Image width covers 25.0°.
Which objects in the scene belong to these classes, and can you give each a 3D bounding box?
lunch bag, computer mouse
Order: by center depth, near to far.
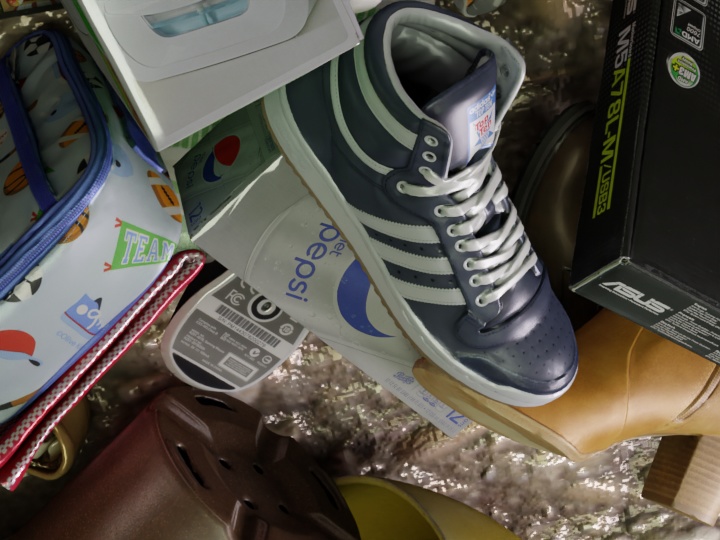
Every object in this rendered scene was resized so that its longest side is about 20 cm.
[{"bbox_3d":[-0.163,-0.030,0.769,0.160,0.200,0.076,-45,123,8],"label":"lunch bag"},{"bbox_3d":[-0.034,-0.017,0.863,0.200,0.044,0.110,-44,125,17],"label":"computer mouse"}]

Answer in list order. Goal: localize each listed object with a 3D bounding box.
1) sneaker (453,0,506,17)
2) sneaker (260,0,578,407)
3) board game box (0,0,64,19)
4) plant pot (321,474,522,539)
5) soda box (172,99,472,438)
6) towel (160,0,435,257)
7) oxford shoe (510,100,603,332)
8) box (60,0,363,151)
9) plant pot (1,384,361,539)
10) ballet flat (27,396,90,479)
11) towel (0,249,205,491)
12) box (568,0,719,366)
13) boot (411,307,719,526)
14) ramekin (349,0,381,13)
[{"bbox_3d":[0.102,-0.200,0.750,0.077,0.078,0.200,15,124,-26],"label":"sneaker"},{"bbox_3d":[0.048,-0.028,0.706,0.200,0.070,0.108,50,145,-9],"label":"sneaker"},{"bbox_3d":[-0.222,-0.163,0.777,0.200,0.023,0.105,-10,123,2],"label":"board game box"},{"bbox_3d":[0.049,0.227,0.994,0.142,0.200,0.200,7,128,-40],"label":"plant pot"},{"bbox_3d":[0.000,0.000,0.814,0.063,0.068,0.200,-41,124,14],"label":"soda box"},{"bbox_3d":[-0.044,-0.081,0.851,0.152,0.023,0.200,5,124,-9],"label":"towel"},{"bbox_3d":[0.127,0.000,0.876,0.073,0.084,0.200,-35,138,-31],"label":"oxford shoe"},{"bbox_3d":[-0.098,-0.169,0.655,0.097,0.200,0.177,-30,118,-6],"label":"box"},{"bbox_3d":[-0.117,0.185,0.941,0.200,0.200,0.198,33,108,-25],"label":"plant pot"},{"bbox_3d":[-0.239,0.057,0.905,0.200,0.063,0.069,27,121,-22],"label":"ballet flat"},{"bbox_3d":[-0.147,0.056,0.815,0.022,0.200,0.145,44,71,-8],"label":"towel"},{"bbox_3d":[0.203,-0.038,0.803,0.200,0.193,0.048,27,145,-21],"label":"box"},{"bbox_3d":[0.132,0.031,0.818,0.201,0.071,0.144,25,83,-23],"label":"boot"},{"bbox_3d":[0.013,-0.210,0.664,0.094,0.202,0.203,-13,126,-11],"label":"ramekin"}]
